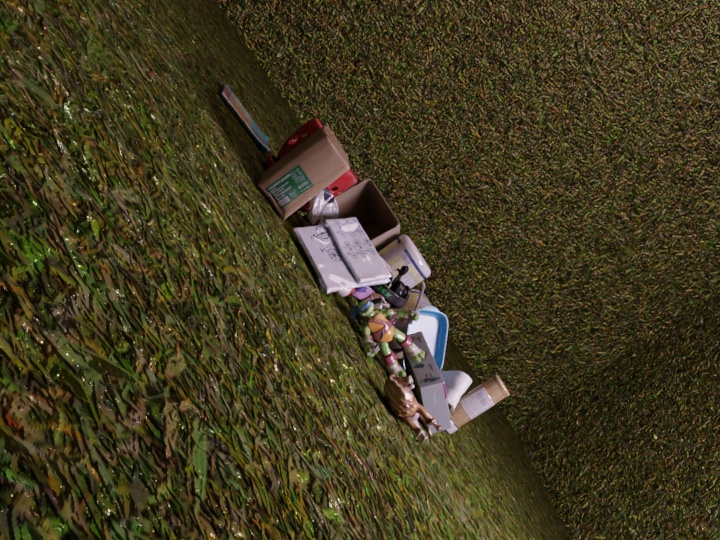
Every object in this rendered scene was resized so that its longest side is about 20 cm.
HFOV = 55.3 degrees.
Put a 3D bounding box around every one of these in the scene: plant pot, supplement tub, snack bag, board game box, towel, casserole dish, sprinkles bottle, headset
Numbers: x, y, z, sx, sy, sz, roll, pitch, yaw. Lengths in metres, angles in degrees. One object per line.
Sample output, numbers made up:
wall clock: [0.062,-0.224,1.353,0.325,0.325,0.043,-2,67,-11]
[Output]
plant pot: [0.006,-0.115,2.072,0.201,0.198,0.178,59,-3,31]
supplement tub: [0.160,0.162,2.007,0.145,0.144,0.201,51,9,-31]
supplement tub: [0.089,0.006,2.001,0.146,0.199,0.145,54,8,-11]
snack bag: [-0.043,-0.040,1.561,0.198,0.021,0.190,-9,59,-40]
board game box: [0.154,0.266,1.651,0.201,0.063,0.149,-113,-170,-57]
towel: [-0.317,-0.420,1.895,0.201,0.022,0.147,53,7,-24]
casserole dish: [0.172,0.197,1.870,0.119,0.203,0.039,9,-3,-18]
plant pot: [-0.131,-0.265,1.796,0.201,0.182,0.201,53,8,-10]
sprinkles bottle: [0.307,0.364,1.867,0.069,0.199,0.068,54,7,-10]
headset: [0.076,0.027,1.677,0.123,0.094,0.200,41,8,8]

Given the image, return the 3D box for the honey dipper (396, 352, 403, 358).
honey dipper: [0.079,0.168,1.885,0.038,0.038,0.201,51,7,-33]

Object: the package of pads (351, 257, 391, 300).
package of pads: [0.000,0.000,1.750,0.076,0.120,0.200,57,8,22]

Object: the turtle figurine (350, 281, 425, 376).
turtle figurine: [0.078,0.153,1.532,0.195,0.198,0.145,56,40,-28]

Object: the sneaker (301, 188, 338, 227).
sneaker: [-0.108,-0.142,1.713,0.130,0.079,0.201,50,-18,43]

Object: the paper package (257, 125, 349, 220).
paper package: [-0.129,-0.233,1.597,0.104,0.199,0.191,53,7,-15]

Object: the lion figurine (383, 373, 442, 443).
lion figurine: [0.104,0.290,1.429,0.122,0.072,0.201,45,-12,25]

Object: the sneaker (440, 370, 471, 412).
sneaker: [0.209,0.336,1.863,0.074,0.116,0.200,42,-26,-10]

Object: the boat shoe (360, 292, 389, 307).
boat shoe: [0.043,0.091,1.847,0.072,0.065,0.201,52,10,-24]

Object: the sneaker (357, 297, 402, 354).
sneaker: [0.066,0.141,1.709,0.200,0.079,0.074,50,17,-41]

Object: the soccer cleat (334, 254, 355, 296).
soccer cleat: [-0.046,-0.037,1.616,0.085,0.068,0.203,43,43,-54]
